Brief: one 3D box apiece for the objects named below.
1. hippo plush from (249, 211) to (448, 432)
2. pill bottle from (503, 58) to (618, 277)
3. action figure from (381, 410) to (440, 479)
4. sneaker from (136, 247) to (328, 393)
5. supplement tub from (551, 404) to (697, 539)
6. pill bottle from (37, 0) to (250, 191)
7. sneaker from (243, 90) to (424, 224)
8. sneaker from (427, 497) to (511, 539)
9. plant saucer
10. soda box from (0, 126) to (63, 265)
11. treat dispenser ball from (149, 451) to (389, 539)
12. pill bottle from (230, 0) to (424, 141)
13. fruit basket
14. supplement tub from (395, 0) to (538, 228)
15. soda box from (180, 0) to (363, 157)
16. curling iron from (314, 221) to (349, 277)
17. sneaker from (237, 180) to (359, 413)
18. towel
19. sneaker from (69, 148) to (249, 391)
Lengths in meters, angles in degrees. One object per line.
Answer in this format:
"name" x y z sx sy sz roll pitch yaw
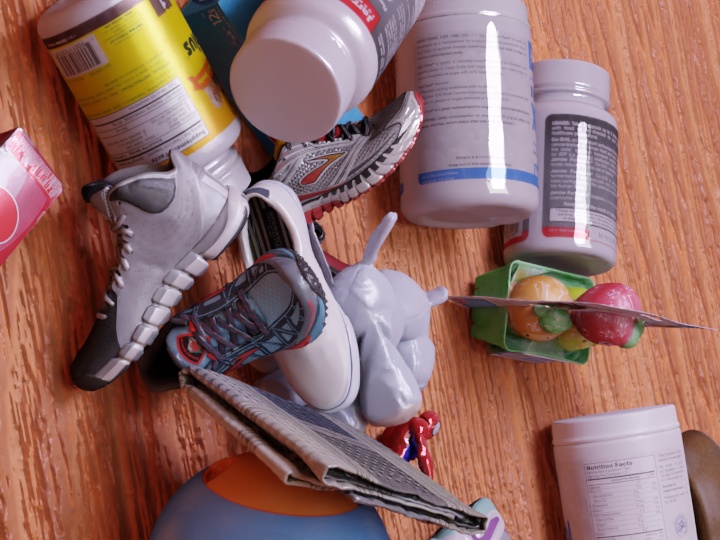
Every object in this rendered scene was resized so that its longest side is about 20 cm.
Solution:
"hippo plush" -0.011 0.054 1.680 0.161 0.158 0.202 -15 98 -72
"pill bottle" 0.203 -0.102 1.925 0.113 0.113 0.202 18 69 -43
"action figure" 0.027 0.204 1.713 0.099 0.065 0.200 55 48 -11
"sneaker" -0.104 0.052 1.509 0.095 0.200 0.080 -32 89 -44
"supplement tub" 0.266 0.241 1.907 0.131 0.131 0.202 -4 84 -46
"pill bottle" -0.169 -0.141 1.548 0.109 0.109 0.201 -45 114 -41
"sneaker" -0.032 -0.095 1.633 0.082 0.199 0.078 55 11 -15
"sneaker" 0.095 0.303 1.726 0.200 0.078 0.140 -31 82 -44
"plant saucer" 0.340 0.265 1.959 0.035 0.200 0.202 -8 87 -16
"soda box" -0.305 -0.015 1.407 0.064 0.070 0.200 53 49 -23
"treat dispenser ball" -0.071 0.241 1.502 0.200 0.200 0.202 12 73 -44
"pill bottle" -0.026 -0.200 1.588 0.114 0.113 0.200 56 36 -22
"fruit basket" 0.210 0.049 1.841 0.185 0.199 0.094 12 88 -45
"supplement tub" 0.099 -0.148 1.804 0.131 0.131 0.202 8 77 -45
"soda box" -0.074 -0.168 1.687 0.200 0.064 0.068 54 48 -24
"curling iron" 0.000 0.000 1.755 0.200 0.025 0.050 37 60 -36
"sneaker" -0.060 0.024 1.571 0.201 0.073 0.071 68 18 2
"towel" -0.023 0.144 1.471 0.192 0.200 0.035 25 93 -42
"sneaker" -0.189 -0.012 1.500 0.115 0.075 0.200 40 86 -21
